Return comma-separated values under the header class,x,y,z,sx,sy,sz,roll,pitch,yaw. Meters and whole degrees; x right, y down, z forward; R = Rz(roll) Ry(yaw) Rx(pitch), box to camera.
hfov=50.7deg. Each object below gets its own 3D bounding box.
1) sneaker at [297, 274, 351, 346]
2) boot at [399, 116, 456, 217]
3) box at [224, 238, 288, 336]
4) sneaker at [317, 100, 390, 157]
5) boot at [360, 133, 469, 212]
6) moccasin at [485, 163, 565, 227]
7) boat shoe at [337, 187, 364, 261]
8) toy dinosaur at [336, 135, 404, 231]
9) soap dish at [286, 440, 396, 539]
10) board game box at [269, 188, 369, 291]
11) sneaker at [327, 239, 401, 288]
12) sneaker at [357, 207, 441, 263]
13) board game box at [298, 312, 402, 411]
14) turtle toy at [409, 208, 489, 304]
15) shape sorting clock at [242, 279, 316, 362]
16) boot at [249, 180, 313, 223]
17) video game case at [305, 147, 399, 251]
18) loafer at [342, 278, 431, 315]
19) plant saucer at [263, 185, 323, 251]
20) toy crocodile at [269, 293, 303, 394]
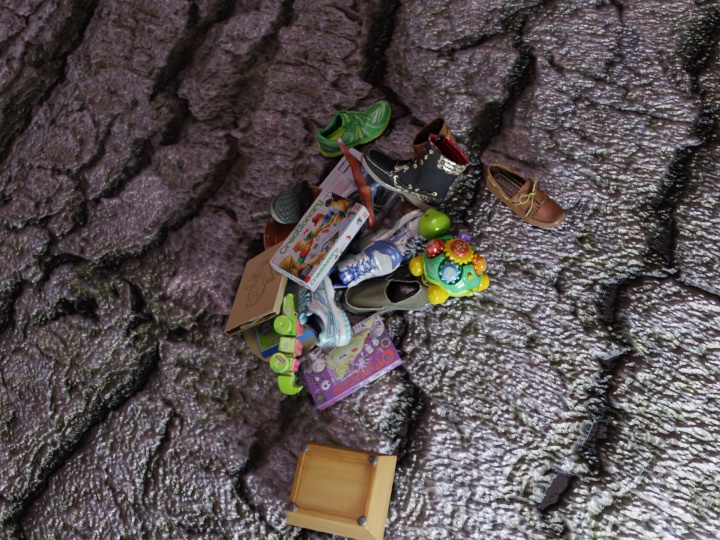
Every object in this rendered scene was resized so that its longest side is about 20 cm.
class,x,y,z,sx,sy,sz,roll,pitch,yaw
sneaker,-0.094,0.067,1.555,0.085,0.078,0.202,-10,56,-37
boot,0.139,-0.217,1.630,0.200,0.156,0.076,-47,60,-8
box,-0.213,0.034,1.637,0.161,0.021,0.204,-25,40,36
sneaker,-0.015,-0.339,1.785,0.197,0.084,0.075,-32,58,0
boot,0.111,-0.217,1.530,0.198,0.151,0.074,35,46,-6
moccasin,0.341,-0.160,1.579,0.073,0.078,0.202,-40,59,-4
boat shoe,-0.029,-0.101,1.628,0.067,0.074,0.201,-5,42,42
toy dinosaur,0.007,-0.172,1.639,0.195,0.106,0.184,21,43,1
soap dish,-0.041,0.408,1.425,0.194,0.081,0.161,4,66,22
board game box,-0.085,-0.066,1.566,0.125,0.035,0.202,24,72,39
sneaker,0.000,0.000,1.576,0.197,0.076,0.088,-21,16,42
sneaker,0.096,-0.061,1.626,0.197,0.077,0.087,-29,68,12
board game box,-0.023,0.187,1.562,0.197,0.032,0.122,-30,63,2
turtle toy,0.176,-0.032,1.529,0.142,0.102,0.202,-15,56,-25
shape sorting clock,-0.165,0.102,1.643,0.194,0.039,0.206,-7,67,17
boot,-0.186,-0.130,1.646,0.128,0.200,0.069,-19,103,20
video game case,-0.015,-0.165,1.736,0.180,0.023,0.201,33,77,29
loafer,0.052,0.045,1.580,0.194,0.070,0.077,-6,62,15
plant saucer,-0.130,-0.091,1.713,0.195,0.032,0.206,-9,70,26
toy crocodile,-0.144,0.150,1.560,0.060,0.067,0.206,2,79,13
